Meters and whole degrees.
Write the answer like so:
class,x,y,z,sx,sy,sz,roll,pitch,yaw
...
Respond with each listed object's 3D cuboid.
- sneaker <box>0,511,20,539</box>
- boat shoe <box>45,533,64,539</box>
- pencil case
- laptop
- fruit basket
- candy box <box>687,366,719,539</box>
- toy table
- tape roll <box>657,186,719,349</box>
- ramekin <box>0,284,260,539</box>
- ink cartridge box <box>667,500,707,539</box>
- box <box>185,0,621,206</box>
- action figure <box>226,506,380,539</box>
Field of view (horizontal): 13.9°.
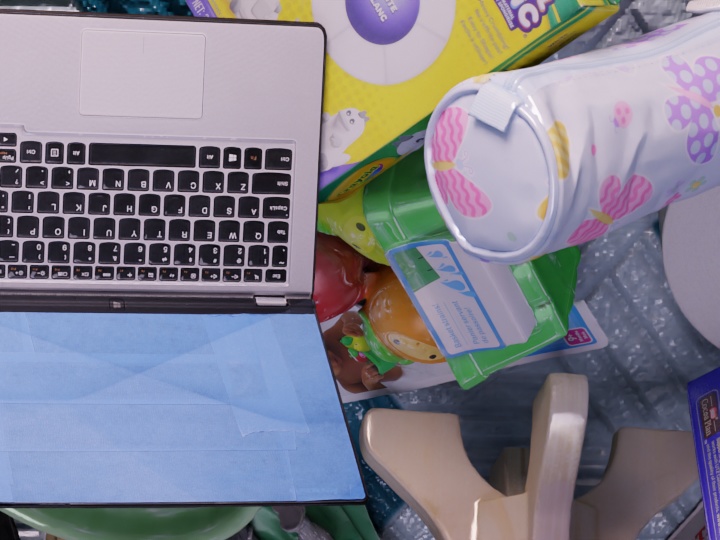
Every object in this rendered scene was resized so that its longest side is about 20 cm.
class,x,y,z,sx,sy,sz,roll,pitch,yaw
sneaker,-0.215,0.108,1.560,0.090,0.067,0.201,6,136,36
boat shoe,-0.142,0.120,1.592,0.076,0.072,0.200,31,115,-9
pencil case,0.121,-0.067,1.332,0.199,0.083,0.091,-21,146,-39
laptop,-0.095,-0.008,1.274,0.186,0.116,0.201,1,97,-17
fruit basket,0.000,0.000,1.463,0.199,0.094,0.186,-16,129,18
candy box,0.268,0.090,1.435,0.199,0.170,0.077,-29,128,24
toy table,0.091,0.133,1.508,0.183,0.118,0.200,8,160,-18
tape roll,0.248,-0.028,1.469,0.201,0.037,0.204,1,130,1
ramekin,-0.124,0.038,1.439,0.199,0.098,0.201,13,140,11
ink cartridge box,0.197,0.244,1.596,0.084,0.201,0.146,22,128,-20
box,0.027,-0.128,1.341,0.200,0.048,0.118,-34,79,24
action figure,-0.005,0.196,1.658,0.118,0.055,0.200,-26,129,18
